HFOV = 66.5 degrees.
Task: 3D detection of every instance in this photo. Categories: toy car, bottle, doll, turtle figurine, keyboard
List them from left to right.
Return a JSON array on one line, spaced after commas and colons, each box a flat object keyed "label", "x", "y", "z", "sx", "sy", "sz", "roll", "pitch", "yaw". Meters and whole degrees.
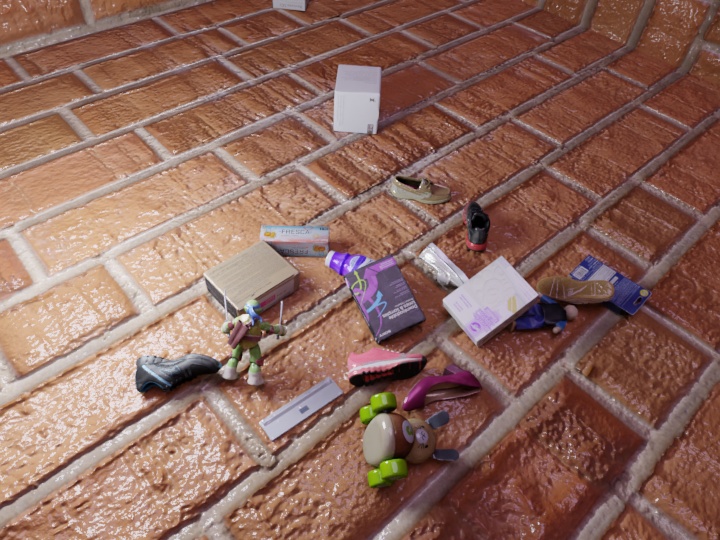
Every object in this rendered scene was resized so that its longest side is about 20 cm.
[{"label": "turtle figurine", "x": -0.256, "y": 0.160, "z": 1.309, "sx": 0.143, "sy": 0.195, "sz": 0.200, "roll": 9, "pitch": 4, "yaw": -25}, {"label": "keyboard", "x": -0.134, "y": 0.316, "z": 1.266, "sx": 0.199, "sy": 0.011, "sz": 0.056, "roll": -29, "pitch": 61, "yaw": -27}, {"label": "bottle", "x": 0.000, "y": 0.000, "z": 1.521, "sx": 0.199, "sy": 0.065, "sz": 0.084, "roll": 22, "pitch": 55, "yaw": 15}, {"label": "toy car", "x": 0.114, "y": 0.357, "z": 1.165, "sx": 0.199, "sy": 0.158, "sz": 0.165, "roll": 2, "pitch": 59, "yaw": -18}, {"label": "doll", "x": 0.486, "y": 0.114, "z": 1.467, "sx": 0.199, "sy": 0.049, "sz": 0.137, "roll": -4, "pitch": 49, "yaw": -7}]

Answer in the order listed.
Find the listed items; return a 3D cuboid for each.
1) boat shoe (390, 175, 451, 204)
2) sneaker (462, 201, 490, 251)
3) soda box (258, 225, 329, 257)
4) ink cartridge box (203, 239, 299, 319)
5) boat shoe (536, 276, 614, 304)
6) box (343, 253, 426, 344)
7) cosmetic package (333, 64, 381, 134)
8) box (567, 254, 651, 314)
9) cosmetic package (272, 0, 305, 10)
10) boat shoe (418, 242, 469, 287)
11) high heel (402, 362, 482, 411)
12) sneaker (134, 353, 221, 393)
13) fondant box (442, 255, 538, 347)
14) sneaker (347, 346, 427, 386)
[{"label": "boat shoe", "x": 0.198, "y": -0.265, "z": 1.775, "sx": 0.199, "sy": 0.067, "sz": 0.074, "roll": 5, "pitch": 48, "yaw": 0}, {"label": "sneaker", "x": 0.354, "y": -0.154, "z": 1.667, "sx": 0.070, "sy": 0.098, "sz": 0.201, "roll": 4, "pitch": 46, "yaw": 2}, {"label": "soda box", "x": -0.190, "y": -0.084, "z": 1.585, "sx": 0.199, "sy": 0.064, "sz": 0.069, "roll": 2, "pitch": 48, "yaw": -4}, {"label": "ink cartridge box", "x": -0.289, "y": 0.028, "z": 1.468, "sx": 0.200, "sy": 0.075, "sz": 0.165, "roll": -33, "pitch": 59, "yaw": -30}, {"label": "boat shoe", "x": 0.590, "y": 0.064, "z": 1.513, "sx": 0.199, "sy": 0.069, "sz": 0.071, "roll": 5, "pitch": 65, "yaw": 26}, {"label": "box", "x": 0.063, "y": 0.072, "z": 1.428, "sx": 0.142, "sy": 0.036, "sz": 0.201, "roll": -24, "pitch": 75, "yaw": -13}, {"label": "cosmetic package", "x": -0.010, "y": -0.633, "z": 2.025, "sx": 0.164, "sy": 0.165, "sz": 0.201, "roll": 4, "pitch": 46, "yaw": 0}, {"label": "box", "x": 0.703, "y": 0.046, "z": 1.556, "sx": 0.121, "sy": 0.032, "sz": 0.200, "roll": -35, "pitch": 57, "yaw": -29}, {"label": "cosmetic package", "x": -0.336, "y": -1.404, "z": 2.672, "sx": 0.166, "sy": 0.201, "sz": 0.167, "roll": 6, "pitch": 47, "yaw": 1}, {"label": "boat shoe", "x": 0.240, "y": 0.011, "z": 1.537, "sx": 0.070, "sy": 0.071, "sz": 0.200, "roll": -42, "pitch": 68, "yaw": 1}, {"label": "high heel", "x": 0.191, "y": 0.286, "z": 1.273, "sx": 0.200, "sy": 0.068, "sz": 0.096, "roll": -29, "pitch": 45, "yaw": -31}, {"label": "sneaker", "x": -0.423, "y": 0.243, "z": 1.277, "sx": 0.199, "sy": 0.073, "sz": 0.082, "roll": -5, "pitch": 59, "yaw": 2}, {"label": "fondant box", "x": 0.337, "y": 0.079, "z": 1.425, "sx": 0.200, "sy": 0.058, "sz": 0.144, "roll": -37, "pitch": 64, "yaw": -4}, {"label": "sneaker", "x": 0.062, "y": 0.215, "z": 1.327, "sx": 0.199, "sy": 0.074, "sz": 0.087, "roll": -7, "pitch": 47, "yaw": -10}]
